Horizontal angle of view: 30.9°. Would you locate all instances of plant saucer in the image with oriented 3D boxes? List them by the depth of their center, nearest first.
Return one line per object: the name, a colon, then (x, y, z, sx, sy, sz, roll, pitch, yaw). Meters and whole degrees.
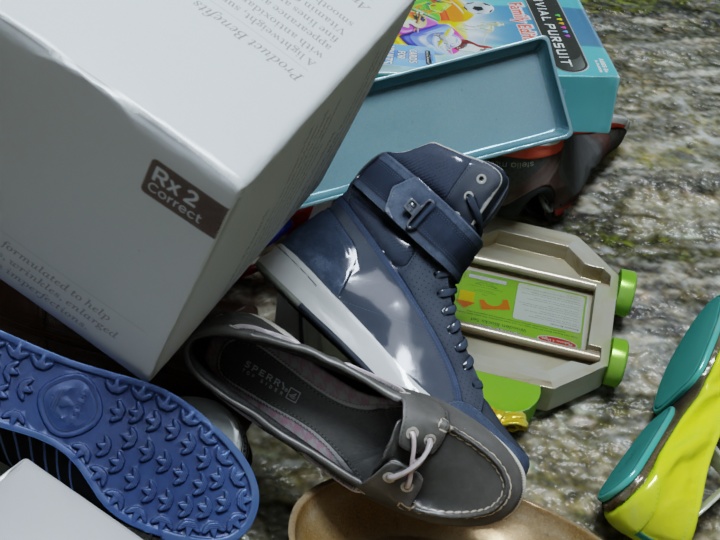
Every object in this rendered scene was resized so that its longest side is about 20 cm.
plant saucer: (0.056, 0.168, 0.684, 0.200, 0.035, 0.200, 13, 17, -4)
plant saucer: (0.035, -0.095, 0.852, 0.200, 0.070, 0.019, -15, 2, -7)

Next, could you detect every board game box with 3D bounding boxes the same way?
board game box: (0.069, -0.157, 0.938, 0.200, 0.047, 0.151, 0, 36, -6)

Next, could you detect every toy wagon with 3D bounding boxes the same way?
toy wagon: (0.100, 0.039, 0.871, 0.155, 0.040, 0.200, 13, 44, 6)

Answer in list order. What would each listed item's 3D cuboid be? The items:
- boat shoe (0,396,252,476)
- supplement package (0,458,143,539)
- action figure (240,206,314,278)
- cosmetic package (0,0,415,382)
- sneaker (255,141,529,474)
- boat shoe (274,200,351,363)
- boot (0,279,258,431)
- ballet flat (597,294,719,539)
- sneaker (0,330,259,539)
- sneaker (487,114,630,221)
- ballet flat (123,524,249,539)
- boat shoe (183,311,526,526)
boat shoe: (-0.161, 0.103, 0.741, 0.200, 0.064, 0.071, 4, 73, 5)
supplement package: (-0.120, 0.205, 0.596, 0.200, 0.121, 0.120, 29, 47, 20)
action figure: (-0.084, -0.029, 0.876, 0.099, 0.065, 0.200, -21, -4, 24)
cosmetic package: (-0.102, -0.089, 0.676, 0.165, 0.165, 0.200, 35, 47, 3)
sneaker: (0.058, 0.018, 0.765, 0.146, 0.077, 0.202, -43, 84, -7)
boat shoe: (0.000, 0.000, 0.852, 0.066, 0.072, 0.200, -9, 40, 27)
boot: (-0.139, 0.005, 0.768, 0.200, 0.187, 0.064, 15, 32, 12)
ballet flat: (0.212, 0.098, 0.816, 0.067, 0.067, 0.200, 39, 50, 1)
sneaker: (-0.146, 0.083, 0.679, 0.200, 0.078, 0.070, 30, 75, -3)
sneaker: (0.141, -0.082, 0.994, 0.077, 0.082, 0.200, 13, 18, 33)
ballet flat: (-0.059, 0.175, 0.677, 0.200, 0.069, 0.069, 36, 49, 27)
boat shoe: (-0.009, 0.083, 0.698, 0.200, 0.067, 0.057, 27, 7, 14)
